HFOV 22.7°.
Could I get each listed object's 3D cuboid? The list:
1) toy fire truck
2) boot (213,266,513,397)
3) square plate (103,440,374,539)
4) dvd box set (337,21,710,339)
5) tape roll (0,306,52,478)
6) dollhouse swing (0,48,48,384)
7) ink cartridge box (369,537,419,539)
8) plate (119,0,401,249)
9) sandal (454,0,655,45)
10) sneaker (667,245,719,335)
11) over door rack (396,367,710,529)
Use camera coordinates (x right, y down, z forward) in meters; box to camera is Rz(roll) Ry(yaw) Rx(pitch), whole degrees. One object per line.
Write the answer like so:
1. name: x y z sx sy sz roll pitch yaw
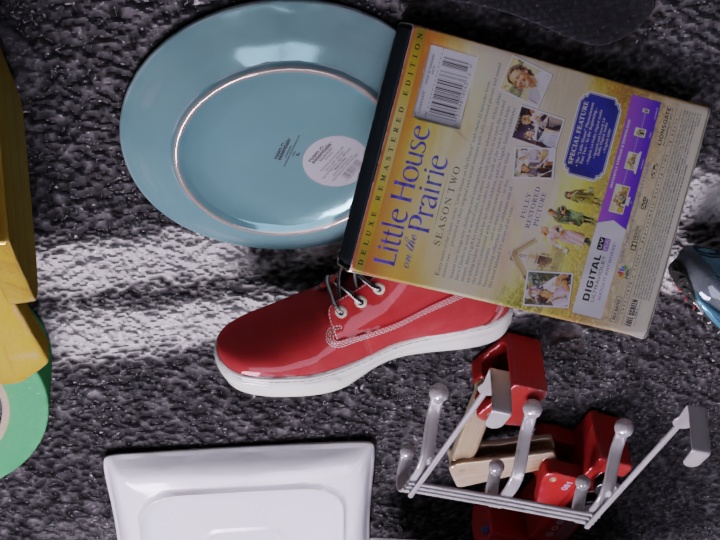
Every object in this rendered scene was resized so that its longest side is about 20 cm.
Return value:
1. toy fire truck: 0.115 0.137 1.297 0.140 0.049 0.200 16 133 -21
2. boot: 0.000 0.000 1.113 0.198 0.073 0.145 -15 141 -8
3. square plate: -0.088 0.204 1.357 0.196 0.029 0.201 -3 136 -4
4. dvd box set: 0.097 -0.050 1.056 0.199 0.029 0.147 12 96 -20
5. tape roll: -0.304 0.073 1.183 0.199 0.048 0.201 -3 137 -3
6. dollhouse swing: -0.285 -0.030 1.050 0.198 0.183 0.176 -8 167 2
7. ink cartridge box: 0.115 0.263 1.339 0.198 0.085 0.145 0 155 22
8. plate: -0.045 -0.076 1.073 0.198 0.026 0.201 -3 136 -3
9. sandal: 0.083 -0.176 0.979 0.199 0.045 0.075 17 139 -42
10. sneaker: 0.291 -0.002 1.166 0.199 0.080 0.096 9 125 -27
11. over door rack: 0.121 0.107 1.168 0.147 0.067 0.200 11 156 -13
